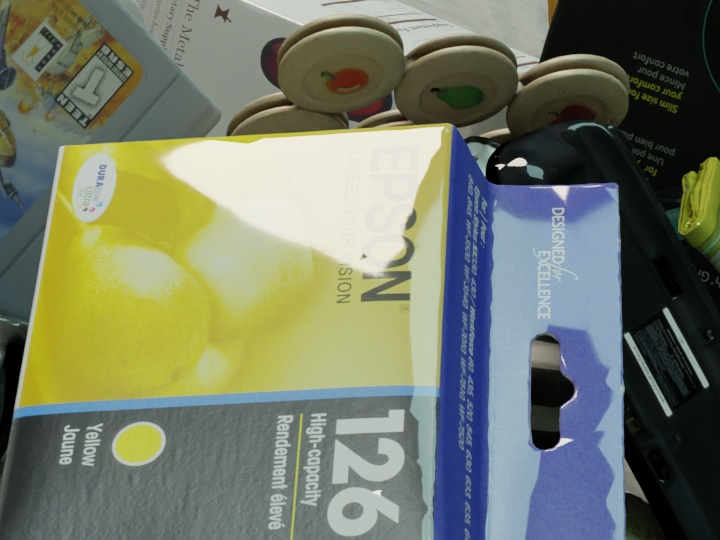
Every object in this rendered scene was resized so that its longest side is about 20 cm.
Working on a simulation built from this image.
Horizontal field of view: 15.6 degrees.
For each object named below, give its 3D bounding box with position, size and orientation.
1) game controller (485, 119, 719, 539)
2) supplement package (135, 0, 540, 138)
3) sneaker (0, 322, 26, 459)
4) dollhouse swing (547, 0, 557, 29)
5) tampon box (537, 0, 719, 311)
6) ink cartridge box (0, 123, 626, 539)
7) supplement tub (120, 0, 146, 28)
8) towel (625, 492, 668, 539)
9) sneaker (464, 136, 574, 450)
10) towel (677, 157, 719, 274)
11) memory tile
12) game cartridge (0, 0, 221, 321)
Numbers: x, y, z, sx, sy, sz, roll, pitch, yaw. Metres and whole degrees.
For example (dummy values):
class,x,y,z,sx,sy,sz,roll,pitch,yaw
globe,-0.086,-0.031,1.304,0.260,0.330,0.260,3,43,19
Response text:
class,x,y,z,sx,sy,sz,roll,pitch,yaw
game controller,0.111,0.035,0.990,0.104,0.042,0.200,-25,86,-54
supplement package,-0.016,-0.073,1.263,0.200,0.114,0.110,24,20,24
sneaker,-0.182,0.042,0.898,0.099,0.071,0.200,17,15,19
dollhouse swing,0.232,-0.150,1.591,0.176,0.182,0.200,-14,28,-16
tampon box,0.152,-0.044,1.179,0.150,0.200,0.126,22,21,15
ink cartridge box,-0.014,0.033,0.878,0.200,0.047,0.198,-5,46,9
supplement tub,-0.207,-0.093,1.137,0.200,0.140,0.140,21,21,15
towel,0.042,0.117,0.915,0.148,0.037,0.200,14,21,-2
sneaker,0.000,0.000,1.016,0.200,0.076,0.115,12,51,-14
towel,0.192,0.047,1.070,0.200,0.018,0.086,52,21,-9
memory tile,0.006,-0.031,1.081,0.153,0.200,0.017,9,53,-25
game cartridge,-0.150,-0.068,1.008,0.042,0.133,0.200,30,-11,43
